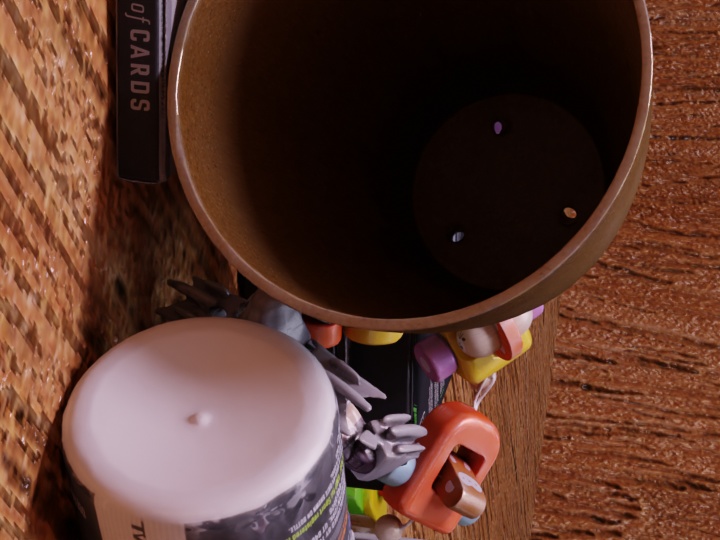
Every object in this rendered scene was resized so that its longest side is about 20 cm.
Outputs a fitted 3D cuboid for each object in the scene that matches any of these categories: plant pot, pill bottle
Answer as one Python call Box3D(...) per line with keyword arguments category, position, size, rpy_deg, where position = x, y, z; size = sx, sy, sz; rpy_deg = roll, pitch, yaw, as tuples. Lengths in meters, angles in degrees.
Box3D(category="plant pot", position=(0.043, -0.054, 0.830), size=(0.200, 0.184, 0.189), rpy_deg=(31, 65, -70))
Box3D(category="pill bottle", position=(-0.055, 0.124, 0.806), size=(0.107, 0.105, 0.201), rpy_deg=(-74, 165, -46))

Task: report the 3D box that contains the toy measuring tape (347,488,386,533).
Box3D(category="toy measuring tape", position=(0.000, 0.122, 1.227), size=(0.200, 0.073, 0.074), rpy_deg=(67, 30, -70))

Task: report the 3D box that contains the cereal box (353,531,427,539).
Box3D(category="cereal box", position=(0.009, 0.165, 1.081), size=(0.200, 0.142, 0.040), rpy_deg=(30, 65, -78))

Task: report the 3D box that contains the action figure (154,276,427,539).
Box3D(category="action figure", position=(-0.030, 0.072, 0.884), size=(0.069, 0.130, 0.201), rpy_deg=(-29, 139, -25))

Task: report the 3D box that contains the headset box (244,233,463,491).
Box3D(category="headset box", position=(0.000, 0.000, 1.088), size=(0.200, 0.092, 0.176), rpy_deg=(-62, 154, -64))

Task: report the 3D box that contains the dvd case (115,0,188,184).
Box3D(category="dvd case", position=(-0.064, -0.136, 0.850), size=(0.200, 0.024, 0.152), rpy_deg=(-57, 151, -68))

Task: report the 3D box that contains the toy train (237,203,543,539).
Box3D(category="toy train", position=(0.023, 0.052, 0.973), size=(0.200, 0.056, 0.151), rpy_deg=(37, 88, -38))

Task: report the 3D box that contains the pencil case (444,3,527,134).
Box3D(category="pencil case", position=(0.060, -0.113, 0.962), size=(0.086, 0.083, 0.200), rpy_deg=(-56, 150, -19))
